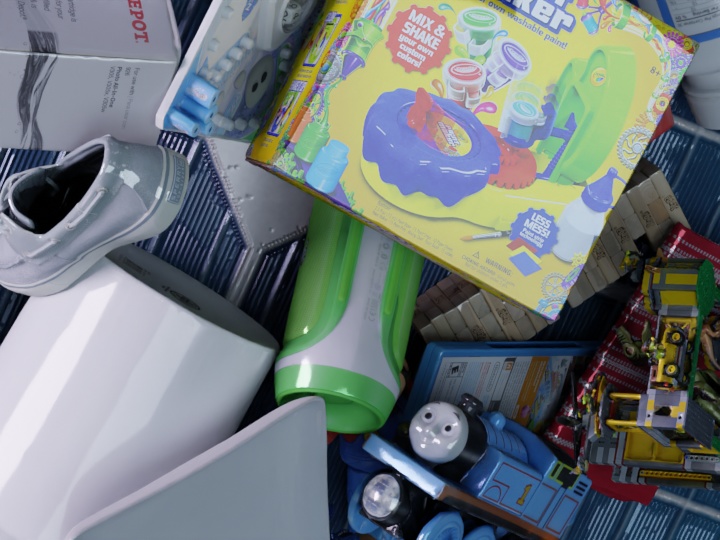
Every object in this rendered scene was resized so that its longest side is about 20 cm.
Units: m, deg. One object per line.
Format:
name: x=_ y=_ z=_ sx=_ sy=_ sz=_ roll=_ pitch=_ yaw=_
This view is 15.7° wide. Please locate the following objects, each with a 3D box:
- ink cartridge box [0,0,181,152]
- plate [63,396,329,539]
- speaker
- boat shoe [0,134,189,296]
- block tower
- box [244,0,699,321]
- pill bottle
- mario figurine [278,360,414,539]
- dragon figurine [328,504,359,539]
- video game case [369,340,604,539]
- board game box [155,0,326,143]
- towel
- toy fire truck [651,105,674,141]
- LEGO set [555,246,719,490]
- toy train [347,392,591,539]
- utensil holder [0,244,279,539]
ink cartridge box: x=-0.222 y=-0.149 z=1.610 sx=0.199 sy=0.146 sz=0.084 roll=3 pitch=132 yaw=-17
plate: x=-0.106 y=0.185 z=1.665 sx=0.199 sy=0.032 sz=0.200 roll=-29 pitch=140 yaw=-27
speaker: x=0.000 y=0.000 z=1.704 sx=0.088 sy=0.088 sz=0.201 roll=22 pitch=65 yaw=-21
boat shoe: x=-0.185 y=-0.040 z=1.608 sx=0.071 sy=0.200 sz=0.070 roll=23 pitch=62 yaw=-31
block tower: x=0.129 y=-0.001 z=1.819 sx=0.199 sy=0.054 sz=0.058 roll=-32 pitch=113 yaw=-4
box: x=0.065 y=-0.104 z=1.609 sx=0.199 sy=0.122 sz=0.193 roll=28 pitch=89 yaw=-12
pill bottle: x=0.230 y=-0.201 z=1.754 sx=0.112 sy=0.112 sz=0.201 roll=-26 pitch=113 yaw=-7
mario figurine: x=0.015 y=0.107 z=1.787 sx=0.105 sy=0.124 sz=0.201 roll=-2 pitch=121 yaw=25
dragon figurine: x=-0.102 y=0.197 z=1.789 sx=0.199 sy=0.099 sz=0.059 roll=-22 pitch=112 yaw=-4
video game case: x=0.099 y=0.116 z=1.817 sx=0.199 sy=0.018 sz=0.144 roll=1 pitch=113 yaw=-44
board game box: x=-0.039 y=-0.168 z=1.652 sx=0.026 sy=0.200 sz=0.201 roll=30 pitch=98 yaw=17
towel: x=0.209 y=0.070 z=1.854 sx=0.144 sy=0.022 sz=0.201 roll=23 pitch=101 yaw=-48
toy fire truck: x=0.101 y=-0.122 z=1.775 sx=0.199 sy=0.049 sz=0.142 roll=-23 pitch=112 yaw=-8
LEGO set: x=0.193 y=0.071 z=1.767 sx=0.200 sy=0.115 sz=0.155 roll=23 pitch=72 yaw=-62
toy train: x=0.070 y=0.146 z=1.724 sx=0.115 sy=0.086 sz=0.200 roll=-60 pitch=146 yaw=-1
utensil holder: x=-0.167 y=0.096 z=1.704 sx=0.169 sy=0.170 sz=0.201 roll=30 pitch=96 yaw=-22
